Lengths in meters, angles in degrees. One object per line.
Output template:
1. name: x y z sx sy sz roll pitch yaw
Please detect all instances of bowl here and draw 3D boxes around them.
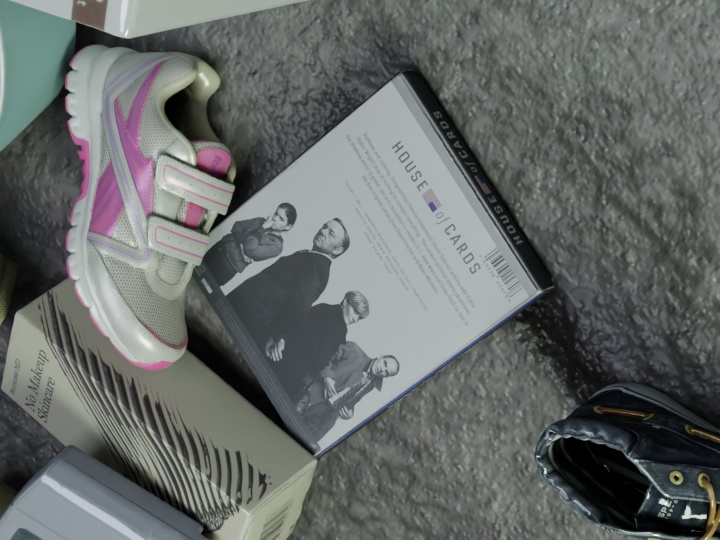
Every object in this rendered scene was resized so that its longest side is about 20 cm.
1. bowl: -0.249 -0.156 1.369 0.200 0.105 0.202 17 117 36

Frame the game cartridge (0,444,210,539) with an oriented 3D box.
1. game cartridge: -0.172 0.202 1.379 0.133 0.041 0.201 33 130 10

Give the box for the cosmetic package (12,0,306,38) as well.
1. cosmetic package: -0.124 -0.235 1.229 0.164 0.200 0.166 19 110 26

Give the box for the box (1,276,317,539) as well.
1. box: -0.125 0.094 1.373 0.200 0.068 0.082 37 138 19

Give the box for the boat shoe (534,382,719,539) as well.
1. boat shoe: 0.190 0.126 1.187 0.199 0.091 0.071 23 112 25

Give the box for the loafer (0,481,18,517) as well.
1. loafer: -0.197 0.195 1.454 0.200 0.068 0.076 38 130 0

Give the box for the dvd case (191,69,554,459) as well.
1. dvd case: 0.000 0.000 1.313 0.200 0.025 0.151 -37 81 32

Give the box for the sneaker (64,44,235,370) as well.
1. sneaker: -0.119 -0.043 1.327 0.088 0.081 0.202 -10 81 26

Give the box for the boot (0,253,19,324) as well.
1. boot: -0.302 -0.024 1.452 0.155 0.200 0.073 33 91 -22
